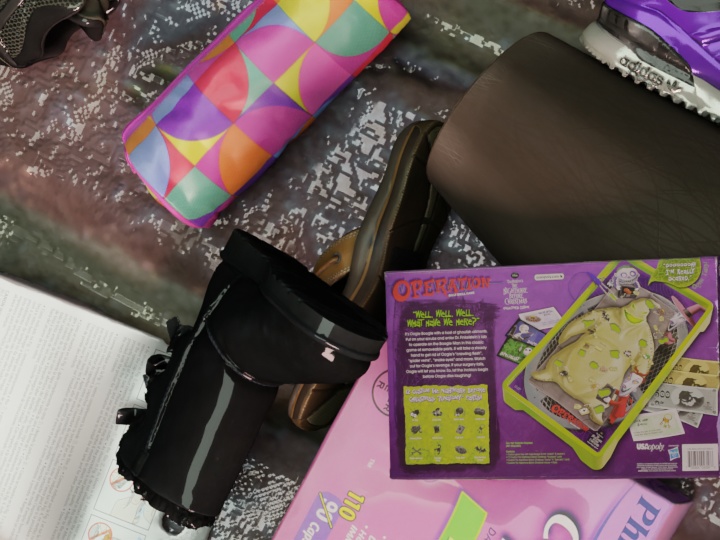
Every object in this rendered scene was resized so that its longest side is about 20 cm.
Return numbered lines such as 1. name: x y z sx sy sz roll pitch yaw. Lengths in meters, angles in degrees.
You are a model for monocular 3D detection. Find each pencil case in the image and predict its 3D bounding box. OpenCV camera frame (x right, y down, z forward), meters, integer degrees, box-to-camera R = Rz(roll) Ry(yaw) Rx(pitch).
1. pencil case: -0.060 -0.120 1.609 0.088 0.088 0.200 43 96 12

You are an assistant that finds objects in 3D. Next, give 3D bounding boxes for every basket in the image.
1. basket: 0.147 -0.034 1.531 0.200 0.136 0.180 39 83 17

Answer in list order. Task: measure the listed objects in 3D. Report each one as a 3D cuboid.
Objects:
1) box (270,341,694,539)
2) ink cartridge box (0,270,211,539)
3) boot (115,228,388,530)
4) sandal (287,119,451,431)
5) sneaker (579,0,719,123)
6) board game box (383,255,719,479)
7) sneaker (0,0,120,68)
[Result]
1. box: 0.063 0.163 1.554 0.200 0.097 0.176 30 93 13
2. ink cartridge box: -0.178 0.105 1.653 0.199 0.050 0.161 21 92 -4
3. boot: -0.069 0.074 1.531 0.073 0.198 0.163 26 95 -26
4. sandal: 0.000 0.000 1.592 0.054 0.082 0.201 20 93 30
5. sneaker: 0.234 -0.128 1.516 0.200 0.070 0.100 26 105 -1
6. board game box: 0.108 0.055 1.462 0.199 0.032 0.121 -2 91 27
7. sneaker: -0.188 -0.217 1.650 0.114 0.076 0.200 23 97 11
